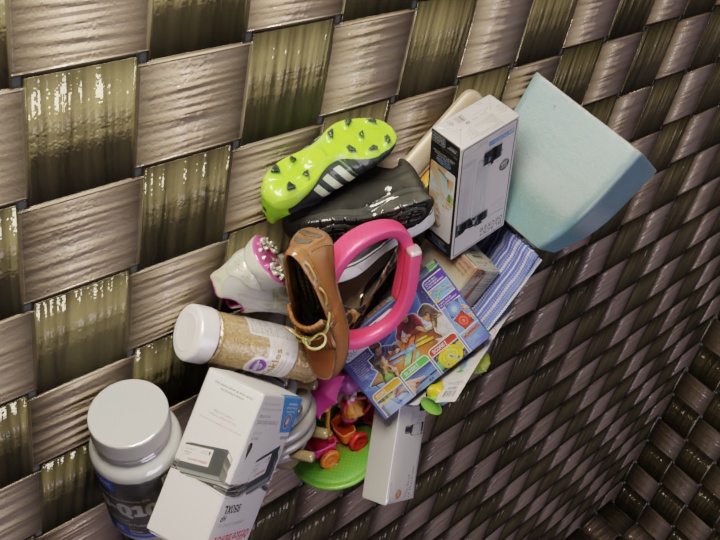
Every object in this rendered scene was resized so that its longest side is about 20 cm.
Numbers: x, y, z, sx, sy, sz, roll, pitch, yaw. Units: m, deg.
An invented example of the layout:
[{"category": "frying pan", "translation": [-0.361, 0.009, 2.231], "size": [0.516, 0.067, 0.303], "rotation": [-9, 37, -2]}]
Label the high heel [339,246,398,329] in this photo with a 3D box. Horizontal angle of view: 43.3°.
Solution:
[{"category": "high heel", "translation": [0.000, 0.000, 1.256], "size": [0.199, 0.071, 0.145], "rotation": [-33, 151, -52]}]

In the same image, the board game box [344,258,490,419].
[{"category": "board game box", "translation": [0.071, 0.100, 1.311], "size": [0.199, 0.136, 0.035], "rotation": [-38, -167, 5]}]

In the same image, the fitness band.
[{"category": "fitness band", "translation": [0.008, 0.023, 1.172], "size": [0.141, 0.038, 0.203], "rotation": [-19, 138, -24]}]

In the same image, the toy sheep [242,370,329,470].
[{"category": "toy sheep", "translation": [-0.120, 0.194, 1.254], "size": [0.136, 0.137, 0.204], "rotation": [-28, 125, -31]}]

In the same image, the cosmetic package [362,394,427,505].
[{"category": "cosmetic package", "translation": [0.058, 0.251, 1.397], "size": [0.082, 0.050, 0.205], "rotation": [5, 93, -51]}]

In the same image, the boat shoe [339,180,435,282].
[{"category": "boat shoe", "translation": [0.009, -0.055, 1.218], "size": [0.198, 0.071, 0.065], "rotation": [-33, 128, -14]}]

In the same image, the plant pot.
[{"category": "plant pot", "translation": [0.299, -0.142, 1.374], "size": [0.201, 0.196, 0.195], "rotation": [-53, 159, 15]}]

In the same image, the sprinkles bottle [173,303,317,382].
[{"category": "sprinkles bottle", "translation": [-0.135, 0.093, 1.136], "size": [0.197, 0.068, 0.069], "rotation": [16, 112, -40]}]

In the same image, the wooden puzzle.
[{"category": "wooden puzzle", "translation": [0.133, -0.140, 1.321], "size": [0.185, 0.037, 0.200], "rotation": [-48, 149, -5]}]

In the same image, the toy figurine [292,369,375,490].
[{"category": "toy figurine", "translation": [-0.027, 0.205, 1.389], "size": [0.197, 0.150, 0.187], "rotation": [-25, 134, -20]}]

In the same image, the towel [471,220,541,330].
[{"category": "towel", "translation": [0.197, -0.005, 1.421], "size": [0.024, 0.201, 0.146], "rotation": [29, 103, -25]}]

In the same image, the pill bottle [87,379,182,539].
[{"category": "pill bottle", "translation": [-0.269, 0.232, 1.111], "size": [0.113, 0.113, 0.203], "rotation": [-31, 144, -28]}]

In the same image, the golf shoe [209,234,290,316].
[{"category": "golf shoe", "translation": [-0.120, 0.021, 1.143], "size": [0.090, 0.076, 0.200], "rotation": [-28, 153, 8]}]

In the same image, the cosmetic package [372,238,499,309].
[{"category": "cosmetic package", "translation": [0.106, 0.041, 1.391], "size": [0.087, 0.104, 0.202], "rotation": [4, 127, -56]}]

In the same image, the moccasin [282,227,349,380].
[{"category": "moccasin", "translation": [-0.056, 0.051, 1.085], "size": [0.078, 0.072, 0.205], "rotation": [-45, 145, -42]}]

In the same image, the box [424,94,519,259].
[{"category": "box", "translation": [0.153, -0.127, 1.264], "size": [0.115, 0.060, 0.203], "rotation": [-31, 144, -27]}]

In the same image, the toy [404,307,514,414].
[{"category": "toy", "translation": [0.155, 0.142, 1.363], "size": [0.200, 0.114, 0.048], "rotation": [-46, 110, -37]}]

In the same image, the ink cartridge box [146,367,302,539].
[{"category": "ink cartridge box", "translation": [-0.162, 0.233, 1.109], "size": [0.204, 0.083, 0.144], "rotation": [-68, 162, -3]}]

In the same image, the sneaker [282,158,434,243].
[{"category": "sneaker", "translation": [-0.009, -0.087, 1.158], "size": [0.196, 0.092, 0.076], "rotation": [-13, 154, -16]}]

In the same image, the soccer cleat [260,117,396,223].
[{"category": "soccer cleat", "translation": [-0.041, -0.123, 1.092], "size": [0.198, 0.068, 0.081], "rotation": [-31, 162, -29]}]
